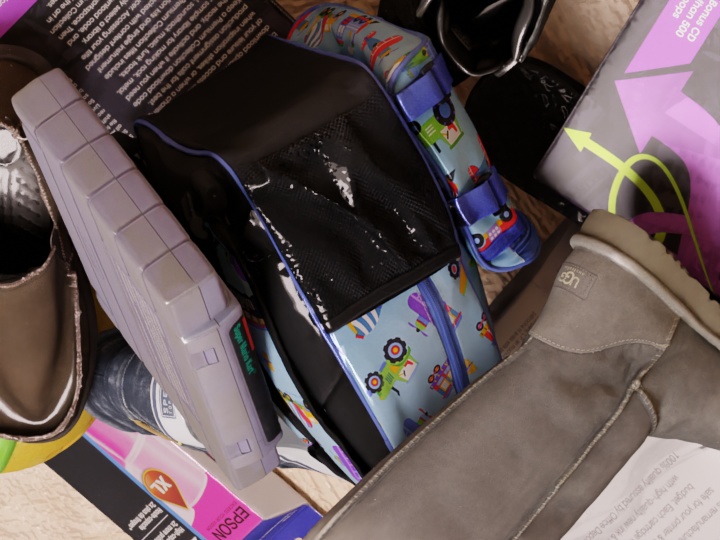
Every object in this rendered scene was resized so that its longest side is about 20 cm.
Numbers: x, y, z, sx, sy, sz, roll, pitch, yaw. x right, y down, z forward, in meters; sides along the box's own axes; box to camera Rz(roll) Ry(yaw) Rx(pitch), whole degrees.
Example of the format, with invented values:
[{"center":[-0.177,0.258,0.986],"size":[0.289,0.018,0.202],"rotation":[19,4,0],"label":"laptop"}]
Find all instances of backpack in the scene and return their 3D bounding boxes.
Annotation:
[{"center":[0.000,0.000,1.320],"size":[0.200,0.134,0.183],"rotation":[60,169,-17],"label":"backpack"}]

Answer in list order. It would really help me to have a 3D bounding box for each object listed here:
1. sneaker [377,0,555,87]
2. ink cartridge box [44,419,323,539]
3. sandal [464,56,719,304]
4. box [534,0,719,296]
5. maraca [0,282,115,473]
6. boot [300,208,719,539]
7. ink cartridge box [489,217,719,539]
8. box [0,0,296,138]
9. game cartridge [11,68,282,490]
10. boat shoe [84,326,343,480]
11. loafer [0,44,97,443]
[{"center":[0.049,-0.119,1.285],"size":[0.060,0.104,0.200],"rotation":[33,137,-8],"label":"sneaker"},{"center":[-0.107,0.114,1.641],"size":[0.200,0.037,0.095],"rotation":[39,137,-4],"label":"ink cartridge box"},{"center":[0.138,-0.031,1.348],"size":[0.200,0.045,0.075],"rotation":[38,114,5],"label":"sandal"},{"center":[0.194,-0.046,1.267],"size":[0.200,0.036,0.143],"rotation":[32,118,4],"label":"box"},{"center":[-0.181,0.038,1.525],"size":[0.107,0.137,0.200],"rotation":[17,180,-12],"label":"maraca"},{"center":[0.090,0.095,1.269],"size":[0.182,0.200,0.073],"rotation":[41,168,-27],"label":"boot"},{"center":[0.141,0.081,1.412],"size":[0.200,0.084,0.146],"rotation":[38,137,-1],"label":"ink cartridge box"},{"center":[-0.101,-0.087,1.394],"size":[0.143,0.036,0.200],"rotation":[-44,105,10],"label":"box"},{"center":[-0.087,0.009,1.289],"size":[0.130,0.038,0.200],"rotation":[47,167,24],"label":"game cartridge"},{"center":[-0.049,0.061,1.482],"size":[0.091,0.200,0.071],"rotation":[11,87,44],"label":"boat shoe"},{"center":[-0.167,-0.002,1.368],"size":[0.073,0.071,0.200],"rotation":[-3,116,5],"label":"loafer"}]
